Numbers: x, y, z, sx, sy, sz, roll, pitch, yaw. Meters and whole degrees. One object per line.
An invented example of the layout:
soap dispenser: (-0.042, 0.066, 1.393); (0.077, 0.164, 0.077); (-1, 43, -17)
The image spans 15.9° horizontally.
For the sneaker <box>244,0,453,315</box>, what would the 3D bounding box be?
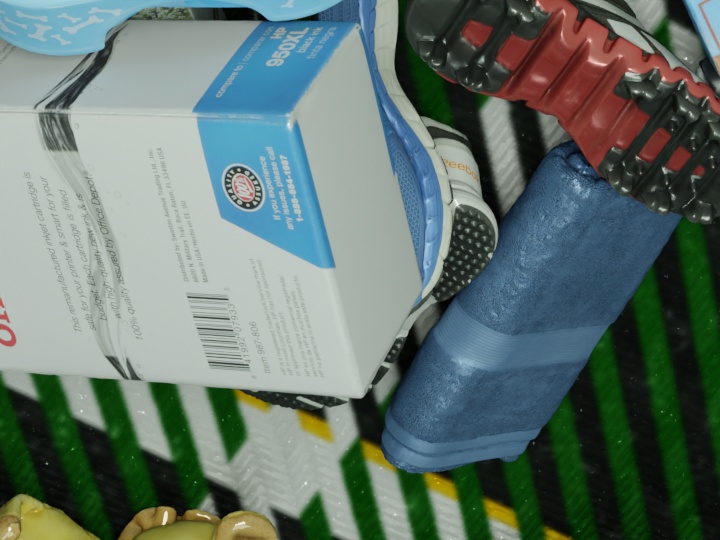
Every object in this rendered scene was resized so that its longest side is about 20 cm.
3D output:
sneaker: (-0.020, -0.068, 1.209); (0.078, 0.089, 0.202); (-19, 85, 42)

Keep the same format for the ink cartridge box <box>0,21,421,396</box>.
ink cartridge box: (-0.089, -0.030, 1.142); (0.198, 0.084, 0.145); (3, 127, 24)

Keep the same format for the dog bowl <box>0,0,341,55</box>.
dog bowl: (-0.083, -0.157, 1.075); (0.198, 0.050, 0.112); (-8, 81, 7)

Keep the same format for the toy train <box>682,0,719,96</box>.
toy train: (0.244, -0.148, 1.246); (0.199, 0.087, 0.115); (-25, 115, 9)

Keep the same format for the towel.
towel: (0.086, 0.018, 1.326); (0.111, 0.049, 0.201); (-4, 134, -48)

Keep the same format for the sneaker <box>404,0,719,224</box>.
sneaker: (0.114, -0.100, 1.244); (0.200, 0.098, 0.071); (31, 123, -12)

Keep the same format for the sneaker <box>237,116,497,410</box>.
sneaker: (0.000, 0.000, 1.321); (0.073, 0.080, 0.200); (26, 132, -30)

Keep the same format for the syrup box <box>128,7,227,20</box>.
syrup box: (-0.115, -0.127, 1.215); (0.078, 0.082, 0.201); (-20, 121, 9)

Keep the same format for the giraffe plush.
giraffe plush: (-0.127, 0.192, 1.391); (0.161, 0.172, 0.202); (-1, 88, -18)
